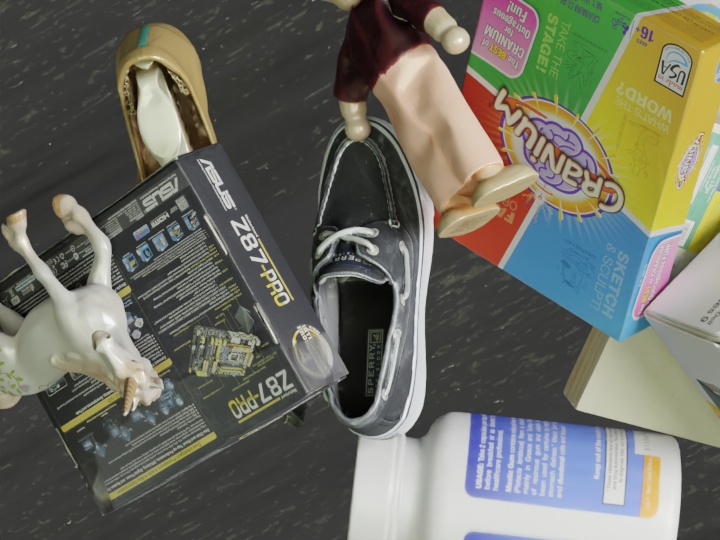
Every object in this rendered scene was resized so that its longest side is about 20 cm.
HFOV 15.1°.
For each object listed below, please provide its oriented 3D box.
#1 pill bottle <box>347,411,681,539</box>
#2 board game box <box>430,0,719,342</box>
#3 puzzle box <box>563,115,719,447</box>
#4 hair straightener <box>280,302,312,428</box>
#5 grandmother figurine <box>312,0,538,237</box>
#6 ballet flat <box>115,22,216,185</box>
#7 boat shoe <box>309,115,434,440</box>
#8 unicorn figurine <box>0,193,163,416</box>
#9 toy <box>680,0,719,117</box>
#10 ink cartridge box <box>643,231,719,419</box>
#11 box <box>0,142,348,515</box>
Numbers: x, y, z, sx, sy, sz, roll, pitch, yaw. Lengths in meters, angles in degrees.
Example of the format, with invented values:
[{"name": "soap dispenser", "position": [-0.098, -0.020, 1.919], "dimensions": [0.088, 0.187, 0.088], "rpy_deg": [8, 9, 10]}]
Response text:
[{"name": "pill bottle", "position": [0.094, 0.147, 1.695], "dimensions": [0.200, 0.112, 0.112], "rpy_deg": [7, 108, 1]}, {"name": "board game box", "position": [0.128, -0.080, 1.594], "dimensions": [0.153, 0.040, 0.200], "rpy_deg": [32, 127, 29]}, {"name": "puzzle box", "position": [0.222, 0.009, 1.668], "dimensions": [0.133, 0.025, 0.200], "rpy_deg": [16, 108, -25]}, {"name": "hair straightener", "position": [-0.059, 0.066, 1.693], "dimensions": [0.200, 0.077, 0.041], "rpy_deg": [-21, 129, 8]}, {"name": "grandmother figurine", "position": [0.025, -0.118, 1.610], "dimensions": [0.121, 0.061, 0.200], "rpy_deg": [-37, 74, 35]}, {"name": "ballet flat", "position": [-0.111, -0.051, 1.667], "dimensions": [0.069, 0.063, 0.200], "rpy_deg": [-16, 106, 8]}, {"name": "boat shoe", "position": [0.000, 0.000, 1.636], "dimensions": [0.072, 0.068, 0.200], "rpy_deg": [-3, 78, 21]}, {"name": "unicorn figurine", "position": [-0.180, 0.031, 1.614], "dimensions": [0.074, 0.200, 0.138], "rpy_deg": [-25, 88, -33]}, {"name": "toy", "position": [0.173, -0.138, 1.637], "dimensions": [0.115, 0.047, 0.200], "rpy_deg": [-5, 112, 0]}, {"name": "ink cartridge box", "position": [0.285, 0.052, 1.622], "dimensions": [0.145, 0.087, 0.200], "rpy_deg": [-46, 119, -13]}, {"name": "box", "position": [-0.121, 0.038, 1.640], "dimensions": [0.200, 0.049, 0.161], "rpy_deg": [-33, 84, 39]}]
